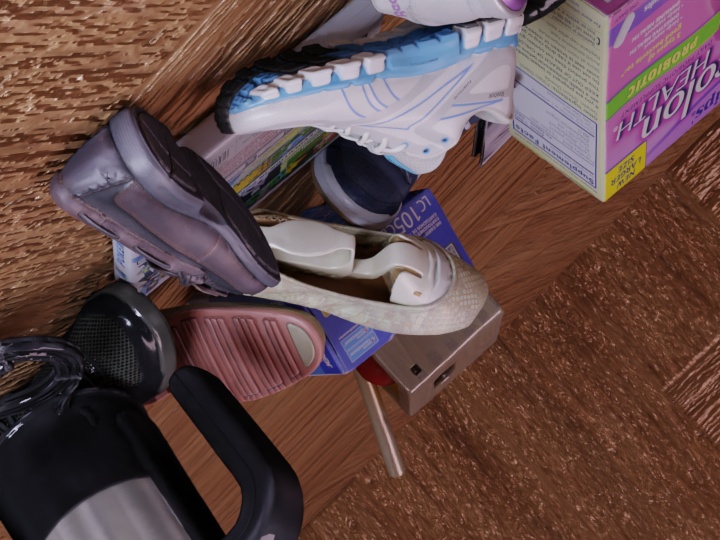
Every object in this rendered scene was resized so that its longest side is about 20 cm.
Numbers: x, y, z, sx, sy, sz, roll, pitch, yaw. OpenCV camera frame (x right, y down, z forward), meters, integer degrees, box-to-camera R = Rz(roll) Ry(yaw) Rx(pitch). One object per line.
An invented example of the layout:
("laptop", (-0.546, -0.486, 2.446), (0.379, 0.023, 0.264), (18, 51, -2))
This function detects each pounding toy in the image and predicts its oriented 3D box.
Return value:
("pounding toy", (0.020, 0.048, 1.707), (0.142, 0.184, 0.200), (-41, 171, -6))

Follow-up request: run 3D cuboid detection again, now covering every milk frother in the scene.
("milk frother", (-0.157, 0.147, 1.223), (0.200, 0.188, 0.181), (6, 124, -43))

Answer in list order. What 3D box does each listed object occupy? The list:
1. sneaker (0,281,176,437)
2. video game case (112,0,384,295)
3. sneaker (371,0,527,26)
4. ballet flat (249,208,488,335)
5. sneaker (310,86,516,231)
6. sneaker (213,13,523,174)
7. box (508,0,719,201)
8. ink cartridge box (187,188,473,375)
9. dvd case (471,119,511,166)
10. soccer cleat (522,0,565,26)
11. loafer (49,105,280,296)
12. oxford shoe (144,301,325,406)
("sneaker", (-0.190, 0.086, 1.345), (0.114, 0.076, 0.199), (-43, 179, -39))
("video game case", (-0.072, -0.072, 1.291), (0.200, 0.022, 0.182), (-41, 171, -16))
("sneaker", (0.058, -0.189, 1.210), (0.099, 0.075, 0.200), (-8, -165, 17))
("ballet flat", (0.000, 0.000, 1.349), (0.200, 0.068, 0.062), (7, 154, -20))
("sneaker", (0.039, -0.102, 1.428), (0.108, 0.070, 0.200), (-43, -177, 28))
("sneaker", (0.012, -0.092, 1.192), (0.200, 0.087, 0.075), (-16, -160, -25))
("box", (0.196, -0.181, 1.459), (0.176, 0.097, 0.200), (-39, 151, -21))
("ink cartridge box", (-0.015, 0.010, 1.492), (0.136, 0.076, 0.200), (-38, -162, -28))
("dvd case", (0.143, -0.156, 1.606), (0.149, 0.016, 0.200), (-46, 173, -6))
("soccer cleat", (0.140, -0.241, 1.306), (0.200, 0.068, 0.081), (-50, 162, 5))
("loafer", (-0.106, -0.030, 1.151), (0.063, 0.072, 0.200), (-29, 154, 8))
("oxford shoe", (-0.099, 0.044, 1.408), (0.200, 0.071, 0.074), (-6, -157, 35))
